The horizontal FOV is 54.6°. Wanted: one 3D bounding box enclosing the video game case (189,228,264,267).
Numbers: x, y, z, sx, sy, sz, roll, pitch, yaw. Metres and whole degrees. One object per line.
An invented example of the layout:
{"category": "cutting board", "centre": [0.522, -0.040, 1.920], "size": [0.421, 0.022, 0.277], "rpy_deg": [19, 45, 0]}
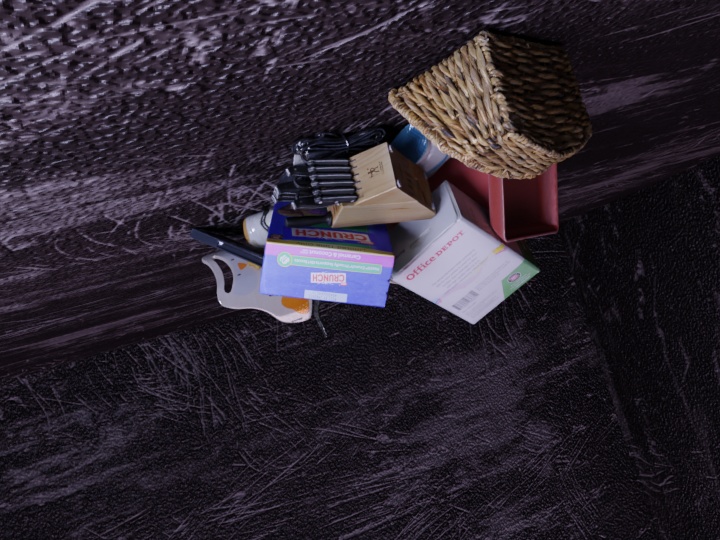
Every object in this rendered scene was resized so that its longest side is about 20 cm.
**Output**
{"category": "video game case", "centre": [-0.182, -0.024, 1.216], "size": [0.196, 0.019, 0.143], "rpy_deg": [22, -179, 10]}

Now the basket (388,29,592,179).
{"category": "basket", "centre": [0.156, -0.169, 0.809], "size": [0.148, 0.146, 0.198], "rpy_deg": [-23, 172, 42]}

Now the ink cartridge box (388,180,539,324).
{"category": "ink cartridge box", "centre": [0.149, -0.022, 1.052], "size": [0.198, 0.089, 0.145], "rpy_deg": [26, 124, -38]}

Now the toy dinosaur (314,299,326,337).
{"category": "toy dinosaur", "centre": [-0.075, 0.014, 1.321], "size": [0.046, 0.205, 0.088], "rpy_deg": [-1, -160, -10]}

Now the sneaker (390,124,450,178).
{"category": "sneaker", "centre": [0.060, -0.149, 1.037], "size": [0.079, 0.078, 0.199], "rpy_deg": [-4, 167, -37]}

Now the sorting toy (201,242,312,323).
{"category": "sorting toy", "centre": [-0.202, 0.003, 1.324], "size": [0.177, 0.202, 0.108], "rpy_deg": [-11, 143, -28]}

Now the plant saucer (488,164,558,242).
{"category": "plant saucer", "centre": [0.240, -0.151, 1.042], "size": [0.036, 0.205, 0.198], "rpy_deg": [1, -173, 38]}

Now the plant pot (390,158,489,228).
{"category": "plant pot", "centre": [0.158, -0.121, 1.143], "size": [0.175, 0.204, 0.199], "rpy_deg": [-29, 170, 28]}

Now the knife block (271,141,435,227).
{"category": "knife block", "centre": [-0.012, -0.096, 0.929], "size": [0.173, 0.065, 0.199], "rpy_deg": [-19, 162, 24]}

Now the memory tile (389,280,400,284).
{"category": "memory tile", "centre": [0.000, 0.000, 1.114], "size": [0.197, 0.017, 0.152], "rpy_deg": [6, -175, -35]}

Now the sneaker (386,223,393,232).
{"category": "sneaker", "centre": [0.032, -0.093, 1.188], "size": [0.075, 0.082, 0.200], "rpy_deg": [23, -168, -15]}

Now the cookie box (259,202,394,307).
{"category": "cookie box", "centre": [-0.046, -0.030, 0.965], "size": [0.167, 0.077, 0.201], "rpy_deg": [7, -159, -6]}

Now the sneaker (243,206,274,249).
{"category": "sneaker", "centre": [-0.112, -0.077, 1.241], "size": [0.087, 0.077, 0.198], "rpy_deg": [-21, 174, 36]}

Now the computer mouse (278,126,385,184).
{"category": "computer mouse", "centre": [-0.054, -0.134, 0.972], "size": [0.136, 0.054, 0.199], "rpy_deg": [-16, 174, -26]}
